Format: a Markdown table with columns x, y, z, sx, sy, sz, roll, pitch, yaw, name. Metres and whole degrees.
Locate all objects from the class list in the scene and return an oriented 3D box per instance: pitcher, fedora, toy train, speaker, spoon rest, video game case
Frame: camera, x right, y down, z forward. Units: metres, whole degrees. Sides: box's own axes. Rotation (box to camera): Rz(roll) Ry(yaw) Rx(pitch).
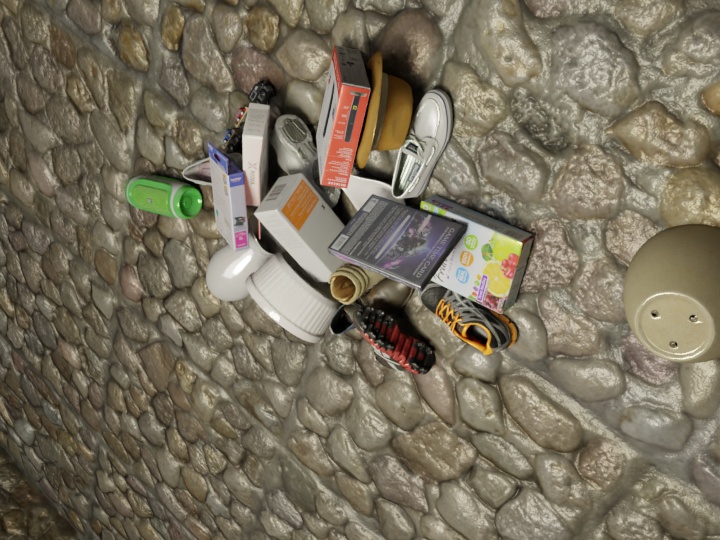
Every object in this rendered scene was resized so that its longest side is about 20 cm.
| x | y | z | sx | sy | sz | roll | pitch | yaw | name |
| --- | --- | --- | --- | --- | --- | --- | --- | --- | --- |
| -0.237 | -0.002 | 1.523 | 0.172 | 0.121 | 0.200 | 45 | 121 | -7 | pitcher |
| 0.039 | -0.268 | 1.167 | 0.081 | 0.201 | 0.201 | 8 | 123 | -11 | fedora |
| -0.239 | -0.317 | 1.427 | 0.046 | 0.034 | 0.200 | 53 | 131 | 11 | toy train |
| -0.472 | -0.177 | 1.639 | 0.199 | 0.088 | 0.089 | 14 | 118 | 33 | speaker |
| 0.007 | -0.152 | 1.289 | 0.200 | 0.061 | 0.099 | 46 | 131 | 13 | spoon rest |
| 0.060 | -0.053 | 1.179 | 0.199 | 0.143 | 0.019 | 23 | 152 | 32 | video game case |

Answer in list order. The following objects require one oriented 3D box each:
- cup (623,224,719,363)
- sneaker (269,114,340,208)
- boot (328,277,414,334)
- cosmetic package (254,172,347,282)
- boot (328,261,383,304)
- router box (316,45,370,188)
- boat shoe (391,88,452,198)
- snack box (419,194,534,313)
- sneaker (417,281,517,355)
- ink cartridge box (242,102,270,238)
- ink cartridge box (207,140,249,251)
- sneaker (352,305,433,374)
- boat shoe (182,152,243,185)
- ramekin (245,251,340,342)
| x | y | z | sx | sy | sz | roll | pitch | yaw | name |
| --- | --- | --- | --- | --- | --- | --- | --- | --- | --- |
| 0.460 | 0.052 | 0.970 | 0.200 | 0.143 | 0.201 | 16 | 119 | 31 | cup |
| -0.111 | -0.207 | 1.360 | 0.201 | 0.078 | 0.099 | 60 | 150 | 0 | sneaker |
| 0.021 | 0.073 | 1.354 | 0.200 | 0.097 | 0.075 | -39 | 84 | 42 | boot |
| -0.099 | -0.078 | 1.319 | 0.071 | 0.102 | 0.200 | -3 | 138 | 44 | cosmetic package |
| 0.000 | 0.000 | 1.273 | 0.073 | 0.155 | 0.200 | 54 | 155 | -8 | boot |
| -0.034 | -0.268 | 1.189 | 0.049 | 0.200 | 0.180 | 8 | 123 | -11 | router box |
| 0.104 | -0.209 | 1.182 | 0.073 | 0.067 | 0.201 | 28 | 124 | 25 | boat shoe |
| 0.188 | -0.030 | 1.205 | 0.200 | 0.053 | 0.143 | 27 | 123 | 28 | snack box |
| 0.184 | 0.084 | 1.245 | 0.200 | 0.077 | 0.079 | 30 | 127 | 26 | sneaker |
| -0.207 | -0.191 | 1.337 | 0.044 | 0.177 | 0.200 | 6 | 144 | -4 | ink cartridge box |
| -0.267 | -0.153 | 1.391 | 0.119 | 0.042 | 0.201 | 43 | 142 | 50 | ink cartridge box |
| 0.049 | 0.140 | 1.342 | 0.200 | 0.071 | 0.098 | 38 | 150 | -25 | sneaker |
| -0.312 | -0.215 | 1.487 | 0.201 | 0.065 | 0.075 | 8 | 104 | 48 | boat shoe |
| -0.128 | 0.047 | 1.401 | 0.202 | 0.202 | 0.094 | 43 | 99 | 15 | ramekin |
